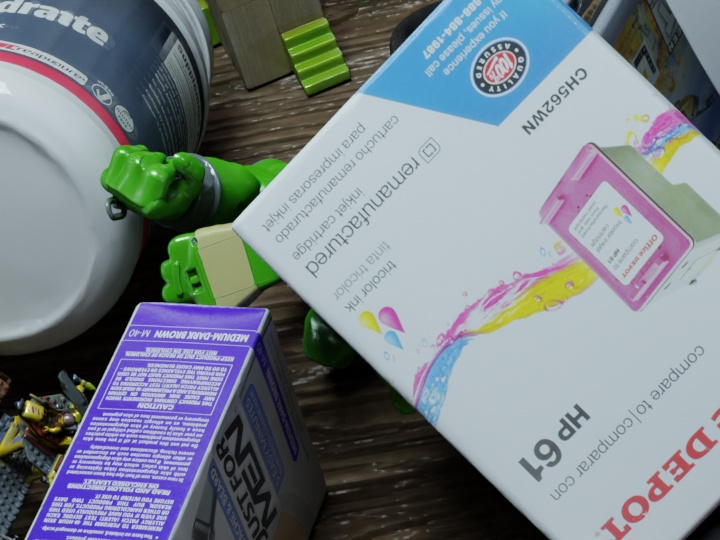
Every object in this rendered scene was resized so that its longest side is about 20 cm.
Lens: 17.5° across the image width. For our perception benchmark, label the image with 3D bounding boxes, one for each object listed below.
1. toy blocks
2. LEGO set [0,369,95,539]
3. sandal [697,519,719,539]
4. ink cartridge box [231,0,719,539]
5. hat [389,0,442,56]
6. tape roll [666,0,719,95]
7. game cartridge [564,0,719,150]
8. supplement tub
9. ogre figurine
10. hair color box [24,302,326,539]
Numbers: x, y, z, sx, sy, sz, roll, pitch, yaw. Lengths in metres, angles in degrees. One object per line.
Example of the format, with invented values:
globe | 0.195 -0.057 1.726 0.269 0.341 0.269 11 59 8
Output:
toy blocks | -0.075 -0.194 1.223 0.100 0.137 0.200 -22 41 -5
LEGO set | -0.172 0.088 0.912 0.116 0.154 0.200 -23 27 44
sandal | 0.108 0.147 0.810 0.200 0.045 0.075 -41 62 -8
ink cartridge box | 0.075 0.001 0.866 0.145 0.200 0.085 -46 0 5
hat | 0.056 -0.078 1.087 0.200 0.081 0.201 -10 42 9
tape roll | 0.178 -0.096 0.922 0.066 0.200 0.200 -31 37 18
game cartridge | 0.119 -0.063 1.005 0.041 0.133 0.200 -5 41 39
supplement tub | -0.149 -0.064 1.079 0.140 0.141 0.200 -6 27 14
ogre figurine | 0.000 0.000 0.984 0.200 0.098 0.120 9 11 16
hair color box | -0.077 0.119 0.891 0.065 0.109 0.200 3 45 21
